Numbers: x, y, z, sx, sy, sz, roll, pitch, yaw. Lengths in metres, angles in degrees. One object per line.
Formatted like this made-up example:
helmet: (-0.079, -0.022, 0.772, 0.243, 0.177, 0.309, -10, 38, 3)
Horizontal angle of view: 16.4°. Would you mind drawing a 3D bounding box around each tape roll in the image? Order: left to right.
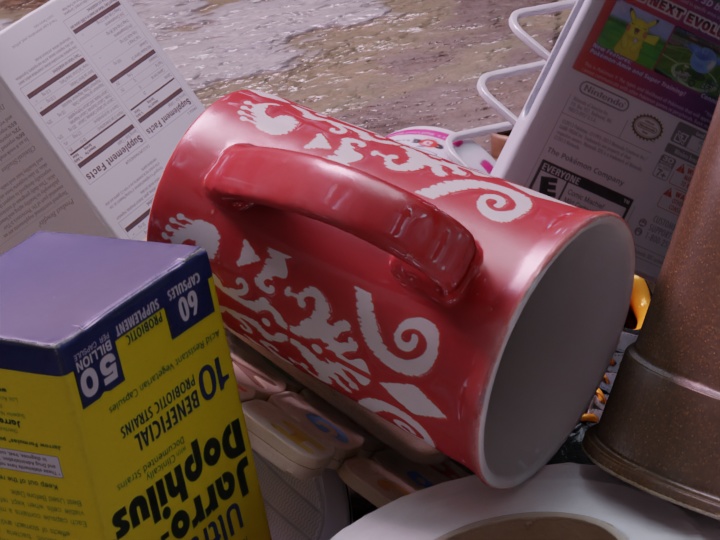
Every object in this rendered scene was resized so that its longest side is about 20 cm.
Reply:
tape roll: (0.073, 0.160, 1.093, 0.201, 0.071, 0.203, -10, 21, 4)

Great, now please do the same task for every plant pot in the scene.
plant pot: (0.221, 0.009, 1.137, 0.199, 0.199, 0.200, 13, 8, -2)

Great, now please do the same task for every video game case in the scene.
video game case: (0.184, -0.075, 1.211, 0.199, 0.183, 0.023, 23, 12, -16)

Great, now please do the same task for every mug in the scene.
mug: (0.009, -0.016, 1.152, 0.199, 0.178, 0.133, 25, 52, 27)

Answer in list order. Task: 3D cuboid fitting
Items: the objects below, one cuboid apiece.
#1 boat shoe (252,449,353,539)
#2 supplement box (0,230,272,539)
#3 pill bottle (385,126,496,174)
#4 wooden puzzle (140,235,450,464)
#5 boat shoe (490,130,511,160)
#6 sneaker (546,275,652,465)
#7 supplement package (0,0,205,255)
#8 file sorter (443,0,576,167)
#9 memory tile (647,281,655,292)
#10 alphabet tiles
boat shoe: (-0.043, 0.098, 1.312, 0.062, 0.072, 0.200, 26, 14, -34)
supplement box: (-0.123, 0.096, 1.163, 0.109, 0.201, 0.109, 6, 28, 36)
pill bottle: (0.008, 0.000, 1.467, 0.113, 0.114, 0.200, 1, 23, 26)
wooden puzzle: (0.000, 0.000, 1.316, 0.200, 0.046, 0.185, 32, 33, 8)
boat shoe: (0.178, -0.090, 1.635, 0.199, 0.072, 0.076, -18, 22, 8)
sneaker: (0.114, 0.067, 1.300, 0.078, 0.078, 0.200, 0, 25, 19)
supplement package: (-0.174, -0.038, 1.471, 0.152, 0.200, 0.151, -32, 7, 33)
file sorter: (0.160, -0.121, 1.458, 0.125, 0.200, 0.139, 44, 35, 25)
memory tile: (0.170, 0.001, 1.524, 0.153, 0.017, 0.200, -4, 22, 16)
alphabet tiles: (-0.029, 0.063, 1.274, 0.195, 0.015, 0.200, 36, 13, 17)
